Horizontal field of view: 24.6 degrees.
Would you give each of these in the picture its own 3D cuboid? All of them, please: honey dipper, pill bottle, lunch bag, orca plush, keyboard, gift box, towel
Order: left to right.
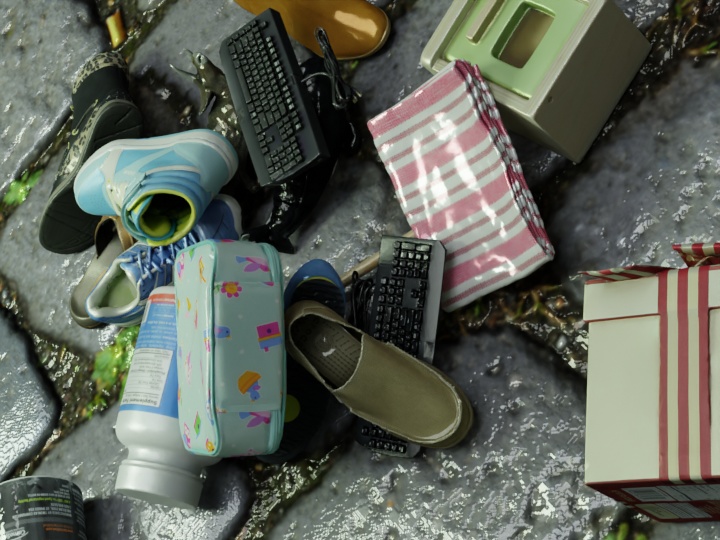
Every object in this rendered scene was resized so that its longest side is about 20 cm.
[{"bbox_3d":[-0.318,0.313,1.630,0.106,0.106,0.201,-26,57,23],"label":"pill bottle"},{"bbox_3d":[-0.175,0.126,1.609,0.112,0.112,0.201,1,71,35],"label":"pill bottle"},{"bbox_3d":[-0.120,0.068,1.498,0.160,0.077,0.201,163,106,-72],"label":"lunch bag"},{"bbox_3d":[-0.070,-0.183,1.631,0.127,0.021,0.201,-29,56,14],"label":"keyboard"},{"bbox_3d":[-0.067,-0.120,1.642,0.105,0.071,0.201,29,87,5],"label":"orca plush"},{"bbox_3d":[0.000,0.000,1.595,0.199,0.038,0.038,-33,54,14],"label":"honey dipper"},{"bbox_3d":[0.019,0.067,1.517,0.104,0.040,0.201,5,86,40],"label":"keyboard"},{"bbox_3d":[0.086,-0.074,1.497,0.146,0.030,0.201,-31,77,47],"label":"towel"},{"bbox_3d":[0.261,0.086,1.276,0.199,0.184,0.188,-4,69,27],"label":"gift box"}]

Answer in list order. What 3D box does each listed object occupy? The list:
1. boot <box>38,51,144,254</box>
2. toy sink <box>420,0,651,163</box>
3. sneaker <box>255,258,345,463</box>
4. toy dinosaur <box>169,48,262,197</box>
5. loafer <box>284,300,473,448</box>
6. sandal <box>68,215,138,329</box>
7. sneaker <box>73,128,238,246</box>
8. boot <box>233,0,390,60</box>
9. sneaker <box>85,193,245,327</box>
[{"bbox_3d":[-0.303,-0.133,1.845,0.204,0.073,0.154,-59,28,26],"label":"boot"},{"bbox_3d":[0.143,-0.210,1.534,0.200,0.112,0.131,33,90,40],"label":"toy sink"},{"bbox_3d":[-0.058,0.085,1.569,0.078,0.066,0.201,-105,29,-71],"label":"sneaker"},{"bbox_3d":[-0.133,-0.132,1.728,0.102,0.077,0.201,9,106,41],"label":"toy dinosaur"},{"bbox_3d":[0.008,0.096,1.468,0.199,0.067,0.076,29,95,9],"label":"loafer"},{"bbox_3d":[-0.261,-0.032,1.775,0.082,0.055,0.201,35,92,39],"label":"sandal"},{"bbox_3d":[-0.230,-0.073,1.667,0.199,0.080,0.131,-14,32,31],"label":"sneaker"},{"bbox_3d":[-0.077,-0.285,1.701,0.201,0.144,0.071,23,84,39],"label":"boot"},{"bbox_3d":[-0.199,-0.004,1.692,0.200,0.077,0.076,-41,81,16],"label":"sneaker"}]
